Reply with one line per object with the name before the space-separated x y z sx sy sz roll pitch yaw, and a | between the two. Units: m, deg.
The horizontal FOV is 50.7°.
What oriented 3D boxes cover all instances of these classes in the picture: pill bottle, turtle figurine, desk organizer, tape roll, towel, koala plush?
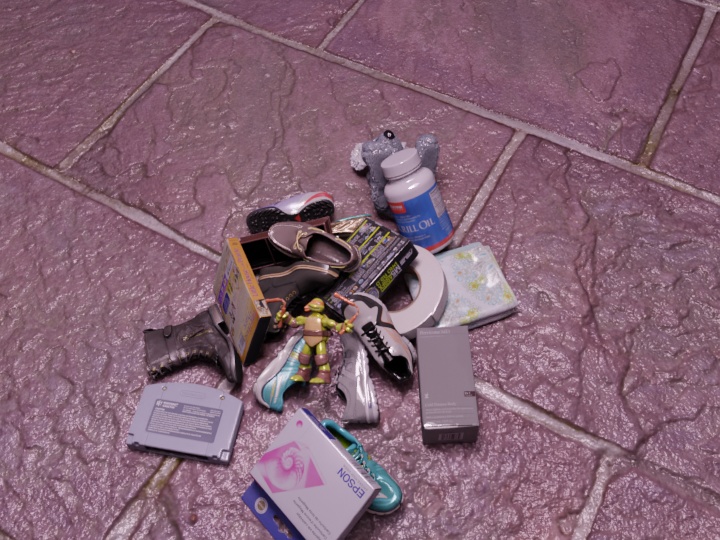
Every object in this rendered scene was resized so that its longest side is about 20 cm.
pill bottle | 0.113 -0.141 1.564 0.110 0.203 0.113 -21 22 9
turtle figurine | -0.092 0.121 1.396 0.195 0.064 0.166 4 86 22
desk organizer | -0.154 -0.049 1.563 0.195 0.074 0.077 -13 10 5
tape roll | 0.076 0.043 1.512 0.198 0.037 0.207 -12 57 18
towel | 0.201 0.037 1.543 0.195 0.049 0.173 -17 56 -9
koala plush | 0.064 -0.234 1.690 0.173 0.188 0.201 -10 33 -15

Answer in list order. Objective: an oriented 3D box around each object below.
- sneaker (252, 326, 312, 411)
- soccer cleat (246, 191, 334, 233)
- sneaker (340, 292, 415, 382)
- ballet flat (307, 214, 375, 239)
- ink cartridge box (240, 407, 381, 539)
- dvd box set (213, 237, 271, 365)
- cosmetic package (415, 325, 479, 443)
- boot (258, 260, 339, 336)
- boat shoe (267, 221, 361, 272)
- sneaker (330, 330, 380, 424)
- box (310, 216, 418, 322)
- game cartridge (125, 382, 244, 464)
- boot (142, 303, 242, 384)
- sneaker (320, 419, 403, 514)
sneaker | -0.123 0.180 1.454 0.079 0.078 0.201 37 68 5
soccer cleat | -0.155 -0.129 1.671 0.195 0.070 0.074 -14 31 -3
sneaker | 0.038 0.123 1.402 0.073 0.200 0.080 -38 20 16
ballet flat | -0.062 -0.073 1.622 0.195 0.071 0.067 -10 76 0
ink cartridge box | -0.093 0.372 1.270 0.196 0.043 0.201 39 93 26
dvd box set | -0.234 0.059 1.486 0.029 0.148 0.202 -7 51 -30
cosmetic package | 0.157 0.209 1.402 0.104 0.091 0.204 -4 58 1
boot | -0.130 0.064 1.486 0.197 0.077 0.142 -10 61 42
boat shoe | -0.094 -0.051 1.476 0.196 0.059 0.073 21 87 12
sneaker | -0.020 0.193 1.426 0.080 0.075 0.203 -12 54 -3
box | 0.000 0.000 1.511 0.201 0.044 0.159 -48 37 -10
game cartridge | -0.319 0.277 1.405 0.195 0.042 0.135 8 52 8
boot | -0.328 0.167 1.470 0.171 0.070 0.202 -24 52 -9
sneaker | -0.009 0.339 1.313 0.077 0.080 0.199 -40 63 -23
